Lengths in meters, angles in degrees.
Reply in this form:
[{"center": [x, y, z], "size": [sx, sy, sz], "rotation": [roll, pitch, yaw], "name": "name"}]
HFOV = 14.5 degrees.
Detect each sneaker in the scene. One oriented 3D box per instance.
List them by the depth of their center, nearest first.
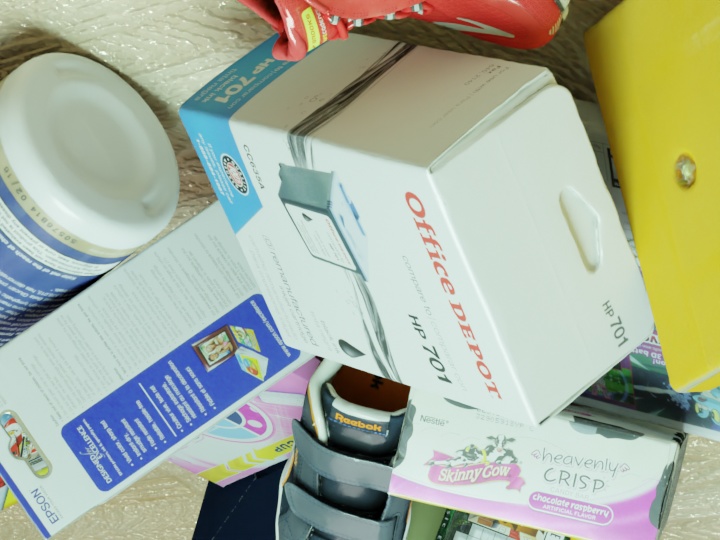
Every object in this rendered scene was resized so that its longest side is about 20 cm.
[{"center": [-0.008, -0.126, 1.250], "size": [0.200, 0.085, 0.077], "rotation": [17, 155, -3], "name": "sneaker"}, {"center": [-0.004, 0.103, 1.554], "size": [0.078, 0.200, 0.079], "rotation": [13, -171, 5], "name": "sneaker"}]

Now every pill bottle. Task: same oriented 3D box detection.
[{"center": [-0.197, -0.018, 1.475], "size": [0.111, 0.111, 0.200], "rotation": [31, 131, -30], "name": "pill bottle"}]

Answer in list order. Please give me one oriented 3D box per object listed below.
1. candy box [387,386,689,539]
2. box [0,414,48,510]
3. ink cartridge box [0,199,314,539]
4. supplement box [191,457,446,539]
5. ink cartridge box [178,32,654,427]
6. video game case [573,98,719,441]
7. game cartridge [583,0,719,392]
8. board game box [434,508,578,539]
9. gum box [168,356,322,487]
[{"center": [0.097, 0.096, 1.458], "size": [0.136, 0.061, 0.200], "rotation": [13, -179, 9], "name": "candy box"}, {"center": [-0.238, 0.085, 1.623], "size": [0.038, 0.200, 0.137], "rotation": [25, 118, 29], "name": "box"}, {"center": [-0.106, 0.044, 1.442], "size": [0.095, 0.200, 0.037], "rotation": [55, 165, 0], "name": "ink cartridge box"}, {"center": [0.032, 0.162, 1.744], "size": [0.200, 0.134, 0.200], "rotation": [29, 151, -24], "name": "supplement box"}, {"center": [0.024, -0.025, 1.310], "size": [0.200, 0.086, 0.147], "rotation": [17, 138, 53], "name": "ink cartridge box"}, {"center": [0.104, -0.008, 1.380], "size": [0.200, 0.023, 0.182], "rotation": [14, 133, 30], "name": "video game case"}, {"center": [0.174, -0.060, 1.192], "size": [0.032, 0.176, 0.200], "rotation": [-4, 164, -30], "name": "game cartridge"}, {"center": [0.102, 0.137, 1.592], "size": [0.105, 0.200, 0.023], "rotation": [21, 176, -16], "name": "board game box"}, {"center": [-0.072, 0.057, 1.669], "size": [0.113, 0.066, 0.200], "rotation": [28, 151, -23], "name": "gum box"}]
